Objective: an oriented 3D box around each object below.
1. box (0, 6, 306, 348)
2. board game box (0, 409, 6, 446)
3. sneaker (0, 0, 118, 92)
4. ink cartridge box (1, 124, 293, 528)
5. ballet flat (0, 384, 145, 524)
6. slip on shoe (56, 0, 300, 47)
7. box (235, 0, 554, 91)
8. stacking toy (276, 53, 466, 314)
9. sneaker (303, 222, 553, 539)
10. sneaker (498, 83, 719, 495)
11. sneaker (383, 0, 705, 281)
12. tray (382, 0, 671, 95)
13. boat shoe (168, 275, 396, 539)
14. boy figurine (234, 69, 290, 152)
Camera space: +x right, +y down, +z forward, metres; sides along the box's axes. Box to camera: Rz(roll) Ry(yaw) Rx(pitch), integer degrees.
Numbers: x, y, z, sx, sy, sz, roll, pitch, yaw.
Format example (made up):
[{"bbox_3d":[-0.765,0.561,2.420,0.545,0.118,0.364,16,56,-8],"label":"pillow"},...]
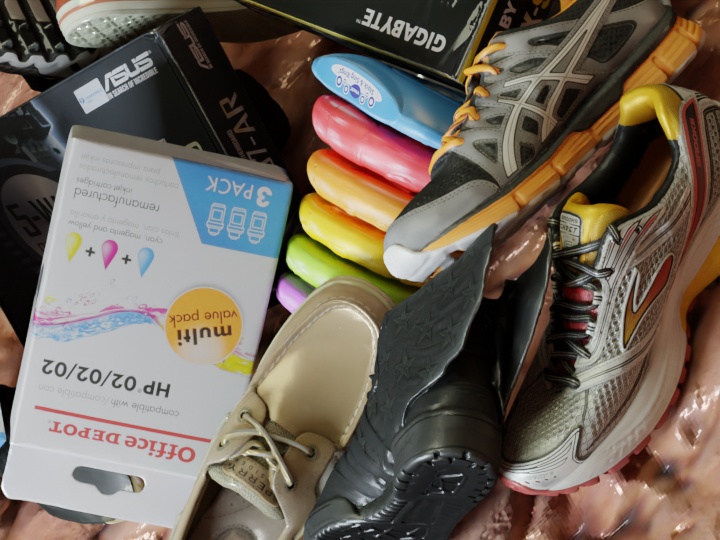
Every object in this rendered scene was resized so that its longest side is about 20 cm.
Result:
[{"bbox_3d":[-0.128,-0.032,1.425,0.200,0.161,0.044,-24,7,37],"label":"box"},{"bbox_3d":[-0.255,0.023,1.429,0.200,0.056,0.197,140,120,-67],"label":"board game box"},{"bbox_3d":[-0.171,-0.128,1.468,0.090,0.200,0.067,-43,68,42],"label":"sneaker"},{"bbox_3d":[-0.111,0.037,1.322,0.068,0.115,0.201,-124,45,-79],"label":"ink cartridge box"},{"bbox_3d":[-0.178,0.096,1.474,0.200,0.057,0.067,18,108,48],"label":"ballet flat"},{"bbox_3d":[-0.080,-0.162,1.434,0.074,0.199,0.061,-31,70,53],"label":"slip on shoe"},{"bbox_3d":[0.027,-0.187,1.319,0.200,0.049,0.160,26,92,44],"label":"box"},{"bbox_3d":[0.000,0.000,1.307,0.116,0.109,0.201,37,106,51],"label":"stacking toy"},{"bbox_3d":[0.029,0.064,1.197,0.200,0.060,0.105,133,147,-57],"label":"sneaker"},{"bbox_3d":[0.108,0.006,1.172,0.078,0.082,0.201,15,77,52],"label":"sneaker"},{"bbox_3d":[0.073,-0.070,1.217,0.200,0.077,0.078,-44,-1,-27],"label":"sneaker"},{"bbox_3d":[0.081,-0.150,1.342,0.200,0.022,0.108,-11,91,46],"label":"tray"},{"bbox_3d":[-0.042,0.096,1.261,0.200,0.072,0.065,-60,-10,14],"label":"boat shoe"},{"bbox_3d":[-0.135,-0.064,1.526,0.200,0.064,0.125,-10,46,48],"label":"boy figurine"}]
